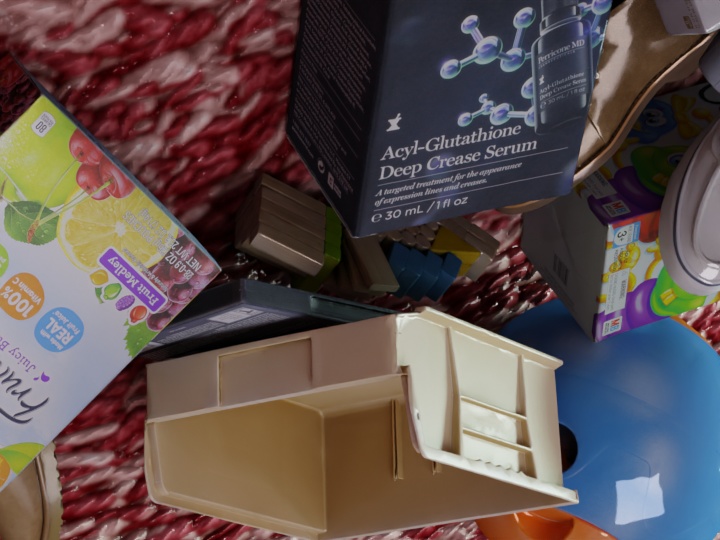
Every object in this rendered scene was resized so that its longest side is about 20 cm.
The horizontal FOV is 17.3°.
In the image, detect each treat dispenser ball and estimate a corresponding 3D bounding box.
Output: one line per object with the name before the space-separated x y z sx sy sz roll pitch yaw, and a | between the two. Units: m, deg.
treat dispenser ball | 0.160 0.115 1.594 0.199 0.201 0.202 -18 137 -18

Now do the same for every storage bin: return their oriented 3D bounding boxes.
storage bin | -0.001 0.098 1.460 0.199 0.095 0.198 -12 161 32

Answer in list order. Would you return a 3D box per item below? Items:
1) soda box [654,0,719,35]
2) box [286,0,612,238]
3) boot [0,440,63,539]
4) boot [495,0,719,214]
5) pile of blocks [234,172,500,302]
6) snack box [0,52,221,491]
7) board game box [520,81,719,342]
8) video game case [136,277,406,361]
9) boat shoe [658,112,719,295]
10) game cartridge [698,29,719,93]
soda box | 0.171 -0.233 1.293 0.068 0.064 0.201 -25 99 -10
box | 0.052 -0.138 1.354 0.147 0.107 0.201 -12 134 -23
boot | -0.284 0.119 1.412 0.199 0.066 0.176 -15 123 -23
boot | 0.142 -0.122 1.466 0.200 0.074 0.075 -45 129 -1
pile of blocks | 0.000 0.000 1.469 0.199 0.082 0.062 8 135 -36
snack box | -0.205 0.010 1.316 0.200 0.068 0.169 -45 128 1
board game box | 0.219 -0.048 1.551 0.199 0.105 0.104 -17 135 -20
video game case | -0.042 0.044 1.470 0.199 0.019 0.142 12 159 -41
boat shoe | 0.248 -0.078 1.455 0.073 0.065 0.201 29 74 -11
game cartridge | 0.273 -0.182 1.416 0.134 0.040 0.200 -52 177 42
